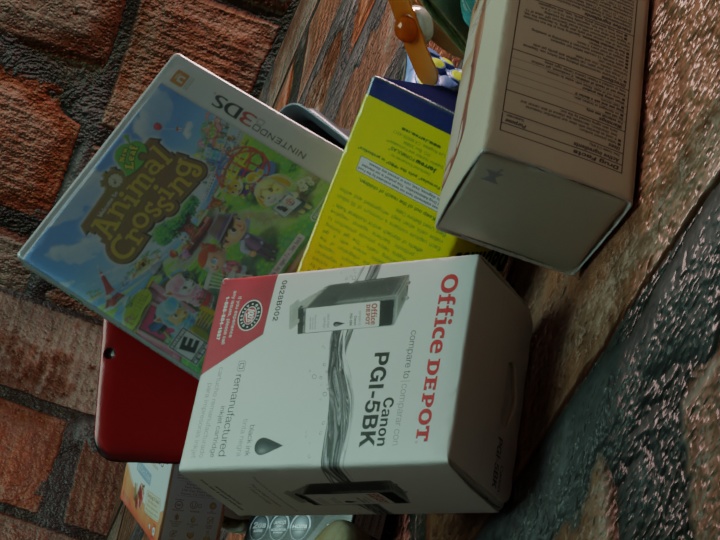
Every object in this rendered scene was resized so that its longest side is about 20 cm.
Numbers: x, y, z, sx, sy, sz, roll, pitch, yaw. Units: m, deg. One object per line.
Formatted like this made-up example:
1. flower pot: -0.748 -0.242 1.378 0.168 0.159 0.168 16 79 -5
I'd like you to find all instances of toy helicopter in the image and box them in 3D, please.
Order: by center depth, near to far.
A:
1. toy helicopter: 0.043 -0.244 1.389 0.132 0.200 0.079 -57 1 -37

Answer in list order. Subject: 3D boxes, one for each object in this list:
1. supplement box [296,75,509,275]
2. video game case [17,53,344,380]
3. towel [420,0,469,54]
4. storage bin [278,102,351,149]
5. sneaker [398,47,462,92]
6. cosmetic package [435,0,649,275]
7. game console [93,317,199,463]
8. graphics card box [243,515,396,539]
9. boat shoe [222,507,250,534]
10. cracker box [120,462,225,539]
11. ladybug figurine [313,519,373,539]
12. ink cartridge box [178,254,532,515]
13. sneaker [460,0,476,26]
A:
1. supplement box: 0.040 -0.024 1.156 0.109 0.109 0.201 -5 -60 -61
2. video game case: -0.120 -0.041 1.178 0.200 0.182 0.022 -54 -17 -16
3. towel: 0.107 -0.258 1.298 0.023 0.153 0.201 -1 62 34
4. storage bin: -0.018 -0.039 1.506 0.145 0.134 0.201 39 115 40
5. sneaker: 0.052 -0.143 1.455 0.083 0.071 0.200 -54 9 30
6. cosmetic package: 0.119 -0.110 1.035 0.087 0.103 0.201 121 166 -51
7. game console: -0.096 0.055 1.217 0.118 0.172 0.201 -7 71 30
8. graphics card box: -0.015 0.137 1.292 0.125 0.051 0.201 -8 59 45
9. boat shoe: -0.107 0.199 1.444 0.070 0.071 0.200 -63 -1 -9
10. cracker box: -0.145 0.118 1.351 0.134 0.057 0.201 -155 76 -67
11. ladybug figurine: -0.018 0.275 1.128 0.136 0.072 0.201 128 159 -59
12. ink cartridge box: -0.002 0.076 1.042 0.199 0.083 0.147 -6 59 29
13. sneaker: 0.103 -0.265 1.225 0.080 0.077 0.201 108 177 -53
